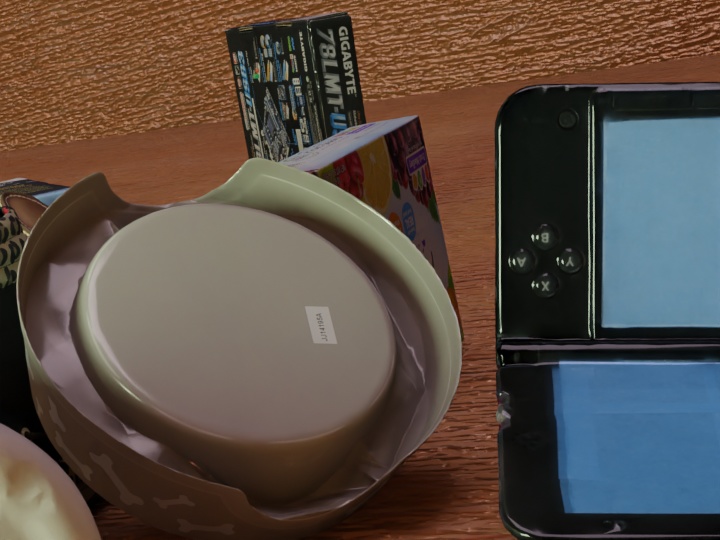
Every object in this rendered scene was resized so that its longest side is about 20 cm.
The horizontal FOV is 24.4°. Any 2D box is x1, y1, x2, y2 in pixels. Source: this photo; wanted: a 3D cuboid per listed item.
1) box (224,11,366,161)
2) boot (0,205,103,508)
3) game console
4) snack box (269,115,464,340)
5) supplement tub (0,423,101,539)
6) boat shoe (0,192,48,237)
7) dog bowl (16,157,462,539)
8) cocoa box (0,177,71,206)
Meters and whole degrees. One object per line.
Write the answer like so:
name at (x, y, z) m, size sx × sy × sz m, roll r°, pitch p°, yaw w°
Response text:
box at (-0.055, -0.134, 1.554) m, size 0.049 × 0.202 × 0.198 m, roll -13°, pitch 10°, yaw -23°
boot at (-0.164, 0.040, 0.817) m, size 0.073 × 0.155 × 0.204 m, roll -8°, pitch 11°, yaw 9°
game console at (0.151, 0.010, 0.637) m, size 0.198 × 0.174 × 0.119 m, roll 0°, pitch 2°, yaw 3°
snack box at (0.000, 0.000, 0.925) m, size 0.053 × 0.143 × 0.200 m, roll -7°, pitch 11°, yaw 19°
supplement tub at (-0.180, 0.099, 0.579) m, size 0.131 × 0.133 × 0.200 m, roll -15°, pitch 12°, yaw -29°
boat shoe at (-0.138, 0.007, 0.964) m, size 0.200 × 0.074 × 0.075 m, roll 38°, pitch 21°, yaw 28°
dog bowl at (-0.057, 0.035, 0.746) m, size 0.199 × 0.059 × 0.201 m, roll 11°, pitch 44°, yaw -11°
cocoa box at (-0.280, 0.025, 1.067) m, size 0.199 × 0.134 × 0.131 m, roll -15°, pitch 12°, yaw -27°
